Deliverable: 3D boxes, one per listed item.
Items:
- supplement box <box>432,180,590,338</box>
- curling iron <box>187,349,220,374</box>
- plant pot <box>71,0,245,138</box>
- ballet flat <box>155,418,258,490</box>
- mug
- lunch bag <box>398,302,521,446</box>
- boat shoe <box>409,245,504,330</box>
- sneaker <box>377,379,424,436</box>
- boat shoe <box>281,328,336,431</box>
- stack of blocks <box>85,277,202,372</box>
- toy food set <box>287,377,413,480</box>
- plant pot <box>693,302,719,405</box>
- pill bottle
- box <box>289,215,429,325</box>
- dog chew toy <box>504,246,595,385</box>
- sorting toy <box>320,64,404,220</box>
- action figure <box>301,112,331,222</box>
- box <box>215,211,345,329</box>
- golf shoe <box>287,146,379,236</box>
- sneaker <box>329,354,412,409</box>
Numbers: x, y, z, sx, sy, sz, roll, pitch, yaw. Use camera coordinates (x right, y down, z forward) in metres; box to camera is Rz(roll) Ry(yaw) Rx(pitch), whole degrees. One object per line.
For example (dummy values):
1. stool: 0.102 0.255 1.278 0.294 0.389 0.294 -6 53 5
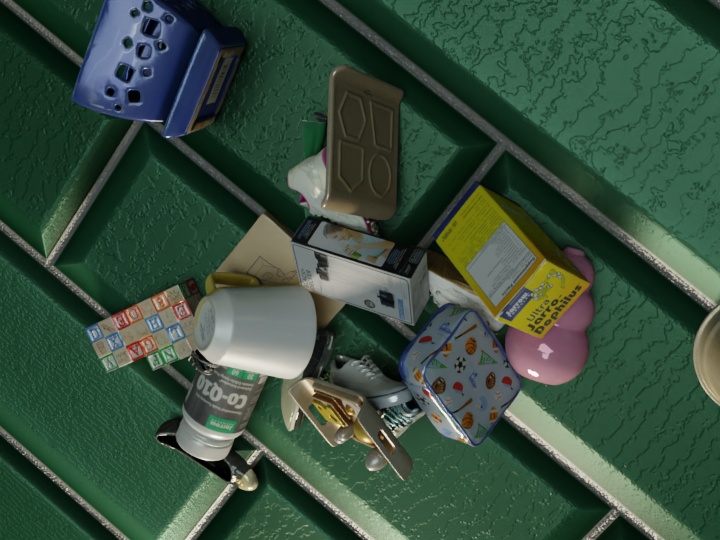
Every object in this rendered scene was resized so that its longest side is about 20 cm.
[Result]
1. supplement box: 0.211 -0.017 1.324 0.109 0.109 0.200 -52 42 19
2. curling iron: -0.241 0.089 1.485 0.049 0.200 0.026 17 126 -16
3. plant pot: -0.294 -0.317 1.413 0.179 0.200 0.200 27 107 1
4. ballet flat: -0.266 0.326 1.602 0.200 0.057 0.067 29 123 10
5. mug: -0.178 0.085 1.429 0.186 0.153 0.150 11 93 57
6. lunch bag: 0.155 0.155 1.391 0.075 0.160 0.200 9 141 49
7. boat shoe: 0.137 0.032 1.429 0.200 0.071 0.069 30 120 10
8. sneaker: 0.067 0.211 1.476 0.078 0.086 0.200 46 109 3
9. boat shoe: -0.087 0.181 1.518 0.067 0.072 0.200 0 121 -25
10. stack of blocks: -0.354 0.107 1.584 0.200 0.059 0.115 -23 95 18
11. toy food set: -0.020 0.244 1.422 0.200 0.060 0.144 9 140 53
12. plant pot: 0.568 0.141 1.274 0.200 0.183 0.201 3 102 15
13. pill bottle: -0.228 0.207 1.542 0.113 0.113 0.200 27 107 9
14. box: 0.000 0.000 1.401 0.200 0.060 0.117 19 145 20
15. dog chew toy: 0.289 0.064 1.373 0.124 0.125 0.201 16 97 11
16. sorting toy: 0.000 -0.180 1.350 0.036 0.185 0.201 6 90 32
17. action figure: -0.051 -0.146 1.441 0.118 0.055 0.201 -5 120 -24
18. box: -0.132 0.027 1.527 0.200 0.021 0.164 43 109 4
19. golf shoe: -0.037 -0.106 1.410 0.091 0.075 0.200 -17 137 20
20. sneaker: 0.006 0.170 1.447 0.200 0.073 0.071 1 104 55
